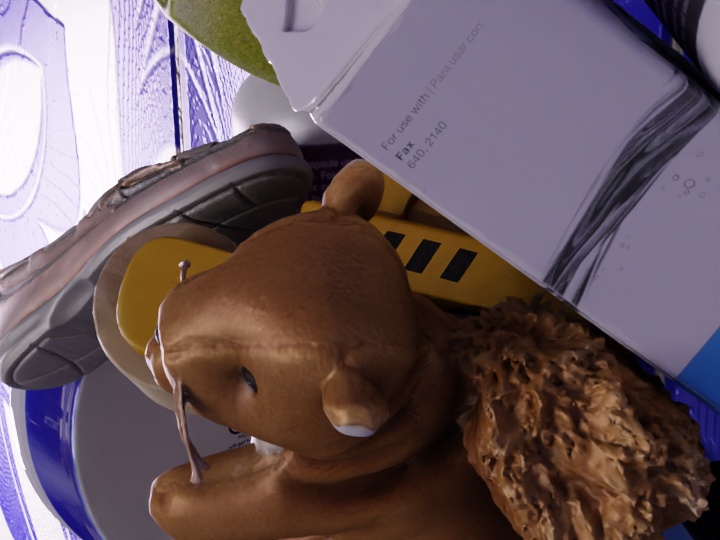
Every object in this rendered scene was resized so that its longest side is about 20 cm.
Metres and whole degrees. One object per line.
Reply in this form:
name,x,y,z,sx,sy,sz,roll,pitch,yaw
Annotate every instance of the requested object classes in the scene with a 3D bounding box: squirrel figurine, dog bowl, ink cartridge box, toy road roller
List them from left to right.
dog bowl,-0.073,0.063,1.222,0.079,0.199,0.201,22,124,57
toy road roller,0.000,0.000,1.004,0.123,0.199,0.147,74,-150,-79
squirrel figurine,0.021,0.041,0.815,0.187,0.199,0.142,77,-164,-59
ink cartridge box,0.070,-0.048,0.812,0.086,0.200,0.147,-50,23,10

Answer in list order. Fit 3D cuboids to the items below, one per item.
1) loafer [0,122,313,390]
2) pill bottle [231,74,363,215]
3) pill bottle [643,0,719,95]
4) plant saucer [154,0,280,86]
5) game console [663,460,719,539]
loafer,-0.104,-0.017,1.082,0.200,0.072,0.063,-37,60,33
pill bottle,0.000,-0.040,1.113,0.112,0.112,0.201,26,127,59
pill bottle,0.137,-0.118,0.770,0.200,0.111,0.112,58,151,33
plant saucer,-0.086,-0.205,1.017,0.200,0.048,0.201,53,149,39
game console,0.108,0.128,0.864,0.173,0.199,0.119,55,153,37
